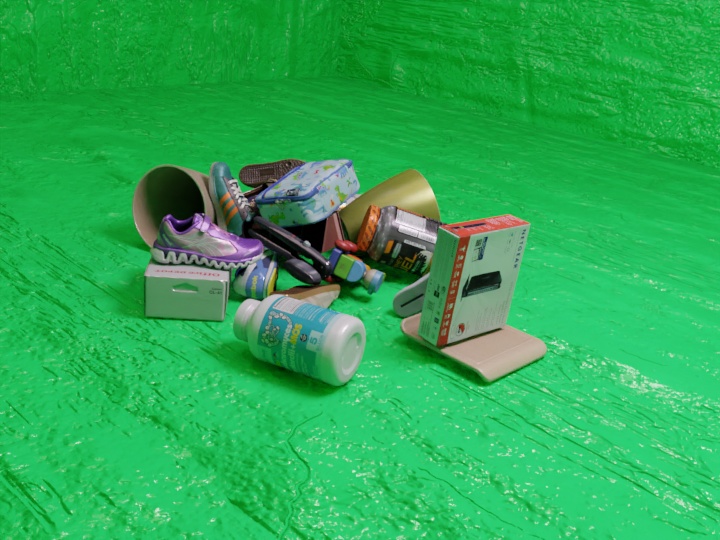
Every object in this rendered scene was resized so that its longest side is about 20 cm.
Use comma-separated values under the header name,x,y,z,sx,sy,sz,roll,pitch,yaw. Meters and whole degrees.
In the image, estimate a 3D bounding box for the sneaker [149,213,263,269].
name,x,y,z,sx,sy,sz,roll,pitch,yaw
sneaker,-0.272,-0.057,1.420,0.200,0.089,0.081,4,21,-11

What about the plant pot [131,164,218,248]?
name,x,y,z,sx,sy,sz,roll,pitch,yaw
plant pot,-0.360,-0.137,1.732,0.187,0.188,0.200,14,12,20

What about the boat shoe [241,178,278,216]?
name,x,y,z,sx,sy,sz,roll,pitch,yaw
boat shoe,-0.198,-0.163,1.734,0.200,0.060,0.072,-27,46,-14

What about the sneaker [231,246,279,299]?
name,x,y,z,sx,sy,sz,roll,pitch,yaw
sneaker,-0.201,-0.005,1.554,0.082,0.074,0.200,3,21,-1

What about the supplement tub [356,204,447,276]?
name,x,y,z,sx,sy,sz,roll,pitch,yaw
supplement tub,0.099,-0.060,1.641,0.200,0.123,0.123,18,21,-7

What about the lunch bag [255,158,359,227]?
name,x,y,z,sx,sy,sz,roll,pitch,yaw
lunch bag,-0.111,-0.161,1.639,0.161,0.083,0.200,-1,29,36

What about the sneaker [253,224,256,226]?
name,x,y,z,sx,sy,sz,roll,pitch,yaw
sneaker,-0.255,-0.141,1.894,0.075,0.071,0.200,-16,18,20

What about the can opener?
name,x,y,z,sx,sy,sz,roll,pitch,yaw
can opener,-0.135,-0.043,1.513,0.200,0.063,0.079,39,12,23

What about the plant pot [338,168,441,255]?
name,x,y,z,sx,sy,sz,roll,pitch,yaw
plant pot,0.047,-0.110,1.768,0.200,0.187,0.187,-18,29,-17

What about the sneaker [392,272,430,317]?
name,x,y,z,sx,sy,sz,roll,pitch,yaw
sneaker,0.150,0.023,1.469,0.200,0.073,0.071,-23,5,27

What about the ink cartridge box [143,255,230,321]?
name,x,y,z,sx,sy,sz,roll,pitch,yaw
ink cartridge box,-0.314,0.012,1.468,0.147,0.086,0.200,4,23,-7

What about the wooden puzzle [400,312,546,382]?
name,x,y,z,sx,sy,sz,roll,pitch,yaw
wooden puzzle,0.196,0.124,1.388,0.185,0.037,0.200,-15,34,-42

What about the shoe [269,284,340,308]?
name,x,y,z,sx,sy,sz,roll,pitch,yaw
shoe,-0.102,0.057,1.456,0.070,0.053,0.200,1,6,31

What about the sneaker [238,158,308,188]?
name,x,y,z,sx,sy,sz,roll,pitch,yaw
sneaker,-0.181,-0.222,1.861,0.200,0.071,0.076,5,-1,14

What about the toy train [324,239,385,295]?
name,x,y,z,sx,sy,sz,roll,pitch,yaw
toy train,0.000,0.000,1.604,0.116,0.085,0.200,27,5,9

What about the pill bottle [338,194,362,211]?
name,x,y,z,sx,sy,sz,roll,pitch,yaw
pill bottle,-0.081,-0.132,1.843,0.200,0.113,0.113,-3,23,-21

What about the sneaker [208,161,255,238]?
name,x,y,z,sx,sy,sz,roll,pitch,yaw
sneaker,-0.256,-0.130,1.645,0.080,0.200,0.071,-9,6,18

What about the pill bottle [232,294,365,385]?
name,x,y,z,sx,sy,sz,roll,pitch,yaw
pill bottle,-0.101,0.104,1.257,0.200,0.111,0.111,15,24,24

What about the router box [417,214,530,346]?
name,x,y,z,sx,sy,sz,roll,pitch,yaw
router box,0.191,0.013,1.338,0.179,0.200,0.049,-12,31,-39

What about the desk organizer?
name,x,y,z,sx,sy,sz,roll,pitch,yaw
desk organizer,-0.138,-0.072,1.657,0.200,0.072,0.077,-3,16,37
